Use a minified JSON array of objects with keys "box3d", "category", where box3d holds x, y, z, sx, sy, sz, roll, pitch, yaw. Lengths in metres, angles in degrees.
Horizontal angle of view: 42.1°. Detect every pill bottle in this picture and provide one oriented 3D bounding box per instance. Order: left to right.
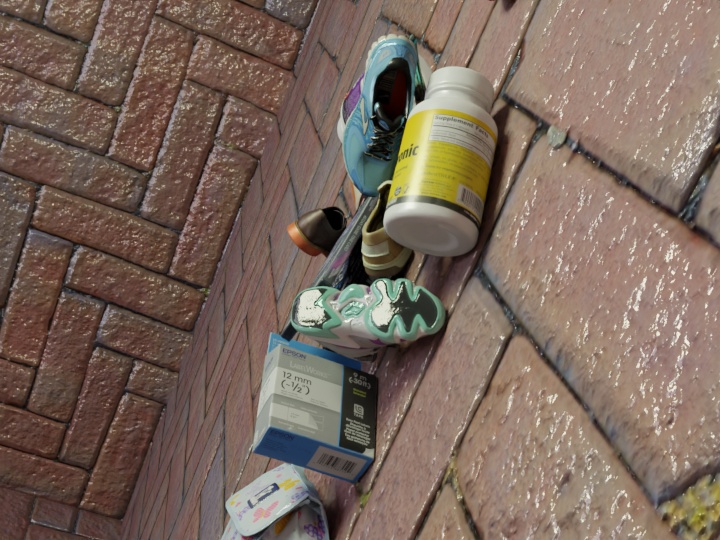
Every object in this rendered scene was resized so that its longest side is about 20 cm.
[{"box3d":[0.033,-0.261,1.492,0.200,0.110,0.113,142,145,-64],"category":"pill bottle"},{"box3d":[0.099,-0.128,1.084,0.111,0.110,0.202,142,145,-64],"category":"pill bottle"}]

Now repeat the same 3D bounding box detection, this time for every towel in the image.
[{"box3d":[0.089,-0.211,1.255,0.201,0.021,0.148,-94,-12,-54],"category":"towel"}]

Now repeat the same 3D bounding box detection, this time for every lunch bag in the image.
[{"box3d":[-0.122,0.365,1.251,0.202,0.126,0.169,-64,17,-1],"category":"lunch bag"}]

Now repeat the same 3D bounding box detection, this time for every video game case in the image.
[{"box3d":[-0.036,-0.011,1.262,0.143,0.019,0.201,-52,6,47],"category":"video game case"}]

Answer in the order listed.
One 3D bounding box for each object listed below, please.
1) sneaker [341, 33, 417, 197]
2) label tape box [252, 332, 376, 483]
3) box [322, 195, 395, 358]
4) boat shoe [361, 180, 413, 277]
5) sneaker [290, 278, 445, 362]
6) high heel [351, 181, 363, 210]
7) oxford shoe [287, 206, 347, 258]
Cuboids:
[{"box3d":[0.022,-0.181,1.145,0.090,0.077,0.202,-94,13,-62],"category":"sneaker"},{"box3d":[-0.054,0.159,1.217,0.202,0.142,0.066,-86,21,-45],"category":"label tape box"},{"box3d":[0.000,0.000,1.377,0.199,0.049,0.202,-96,30,-63],"category":"box"},{"box3d":[0.048,-0.079,1.153,0.201,0.071,0.077,-68,-34,-50],"category":"boat shoe"},{"box3d":[0.027,0.069,1.151,0.140,0.198,0.079,46,-128,-55],"category":"sneaker"},{"box3d":[0.036,-0.153,1.486,0.201,0.095,0.068,95,165,-60],"category":"high heel"},{"box3d":[-0.041,-0.059,1.495,0.072,0.072,0.200,-40,-15,15],"category":"oxford shoe"}]
